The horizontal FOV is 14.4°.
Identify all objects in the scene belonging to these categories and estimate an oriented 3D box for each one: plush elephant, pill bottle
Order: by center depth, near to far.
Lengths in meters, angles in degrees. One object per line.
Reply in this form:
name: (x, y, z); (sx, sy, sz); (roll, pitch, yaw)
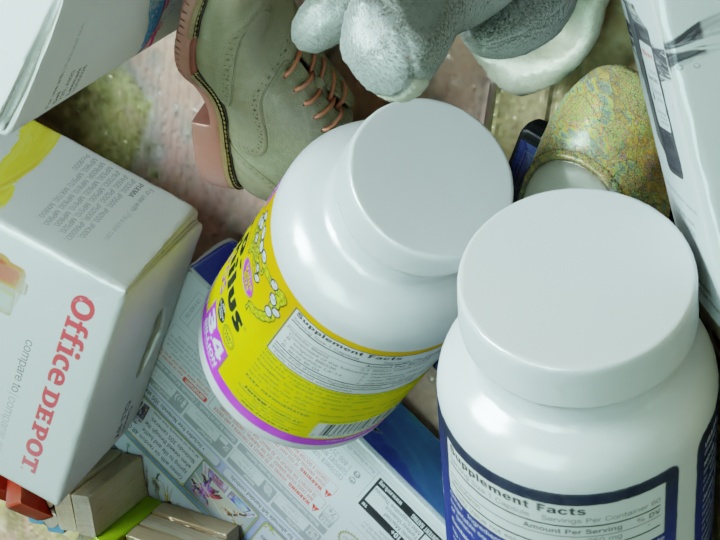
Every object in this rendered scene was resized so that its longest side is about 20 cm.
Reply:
pill bottle: (0.090, 0.068, 1.170); (0.115, 0.116, 0.201); (22, 143, 22)
plush elephant: (0.030, -0.143, 1.180); (0.165, 0.199, 0.155); (55, 153, 14)
pill bottle: (0.000, 0.000, 1.254); (0.104, 0.104, 0.200); (46, 151, 5)

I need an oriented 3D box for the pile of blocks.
pile of blocks: (-0.150, 0.120, 1.422); (0.200, 0.062, 0.082); (38, 129, 13)

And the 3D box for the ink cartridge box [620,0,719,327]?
ink cartridge box: (0.181, -0.094, 1.101); (0.144, 0.083, 0.201); (-16, 106, -2)

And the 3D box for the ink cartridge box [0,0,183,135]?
ink cartridge box: (-0.137, -0.164, 1.238); (0.145, 0.200, 0.084); (39, 129, 10)

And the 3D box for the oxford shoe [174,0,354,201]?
oxford shoe: (-0.035, -0.093, 1.263); (0.073, 0.071, 0.200); (23, 158, 14)

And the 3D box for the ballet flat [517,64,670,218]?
ballet flat: (0.084, 0.006, 1.243); (0.070, 0.071, 0.201); (30, 126, 17)

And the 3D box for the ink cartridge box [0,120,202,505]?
ink cartridge box: (-0.193, -0.003, 1.353); (0.199, 0.083, 0.146); (27, 128, 8)

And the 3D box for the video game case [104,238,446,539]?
video game case: (-0.045, 0.113, 1.417); (0.200, 0.045, 0.181); (45, 129, 6)

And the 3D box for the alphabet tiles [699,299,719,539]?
alphabet tiles: (0.160, 0.100, 1.180); (0.200, 0.006, 0.167); (-117, 16, -50)

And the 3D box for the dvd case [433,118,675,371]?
dvd case: (0.136, 0.038, 1.278); (0.199, 0.018, 0.143); (32, 126, 17)
